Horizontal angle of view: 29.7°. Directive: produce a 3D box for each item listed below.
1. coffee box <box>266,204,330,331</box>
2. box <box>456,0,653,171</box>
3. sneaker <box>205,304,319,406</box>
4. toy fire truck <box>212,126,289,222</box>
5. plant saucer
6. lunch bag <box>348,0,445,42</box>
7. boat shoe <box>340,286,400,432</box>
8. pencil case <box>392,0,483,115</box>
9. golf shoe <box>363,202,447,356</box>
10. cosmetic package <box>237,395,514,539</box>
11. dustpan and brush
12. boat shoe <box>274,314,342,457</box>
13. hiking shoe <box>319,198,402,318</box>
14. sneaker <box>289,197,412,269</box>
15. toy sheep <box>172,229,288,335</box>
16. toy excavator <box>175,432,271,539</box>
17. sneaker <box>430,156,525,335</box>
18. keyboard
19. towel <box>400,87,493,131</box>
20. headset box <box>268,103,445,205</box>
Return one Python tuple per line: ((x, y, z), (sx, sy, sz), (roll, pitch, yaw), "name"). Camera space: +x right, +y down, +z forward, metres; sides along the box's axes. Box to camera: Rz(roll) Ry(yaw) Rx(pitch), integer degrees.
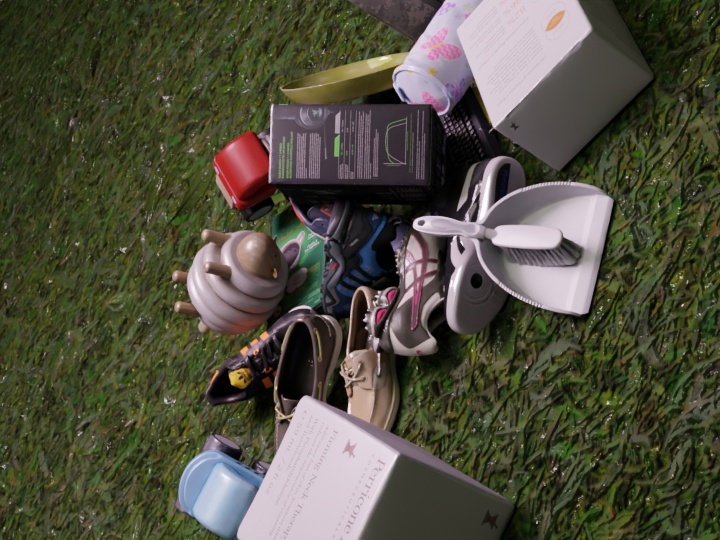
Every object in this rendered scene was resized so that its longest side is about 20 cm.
((-0.069, -0.009, 1.796), (0.122, 0.044, 0.202), (-34, 42, 37), "coffee box")
((0.210, -0.241, 1.501), (0.152, 0.106, 0.201), (-44, 36, 26), "box")
((-0.121, 0.118, 1.717), (0.200, 0.070, 0.090), (-37, -1, 40), "sneaker")
((-0.091, -0.152, 1.768), (0.175, 0.130, 0.200), (-28, -11, -16), "toy fire truck")
((-0.007, -0.251, 1.794), (0.199, 0.198, 0.032), (9, 116, 57), "plant saucer")
((0.069, -0.404, 1.740), (0.168, 0.199, 0.140), (-50, 34, 21), "lunch bag")
((0.005, 0.116, 1.573), (0.072, 0.064, 0.203), (-20, 53, 48), "boat shoe")
((0.117, -0.283, 1.641), (0.090, 0.083, 0.201), (19, 64, 27), "pencil case")
((0.077, 0.015, 1.558), (0.087, 0.078, 0.202), (12, 61, 21), "golf shoe")
((0.013, 0.253, 1.368), (0.199, 0.165, 0.169), (21, 84, 57), "cosmetic package")
((0.150, -0.033, 1.412), (0.198, 0.057, 0.141), (5, 70, 33), "dustpan and brush")
((-0.074, 0.152, 1.630), (0.071, 0.060, 0.205), (12, 91, 33), "boat shoe")
((0.000, 0.000, 1.621), (0.201, 0.085, 0.075), (94, -170, -56), "hiking shoe")
((-0.014, -0.061, 1.682), (0.198, 0.084, 0.076), (20, 74, 40), "sneaker")
((-0.165, 0.018, 1.752), (0.200, 0.136, 0.139), (-45, 34, 44), "toy sheep")
((-0.126, 0.291, 1.589), (0.101, 0.193, 0.200), (-60, 4, 2), "toy excavator")
((0.117, -0.025, 1.509), (0.111, 0.072, 0.203), (-2, 67, 57), "sneaker")
((0.142, -0.156, 1.600), (0.127, 0.020, 0.201), (-49, 40, 28), "keyboard")
((0.105, -0.182, 1.700), (0.199, 0.018, 0.087), (3, 75, 55), "towel")
((-0.006, -0.131, 1.573), (0.197, 0.174, 0.094), (1, 85, 10), "headset box")
